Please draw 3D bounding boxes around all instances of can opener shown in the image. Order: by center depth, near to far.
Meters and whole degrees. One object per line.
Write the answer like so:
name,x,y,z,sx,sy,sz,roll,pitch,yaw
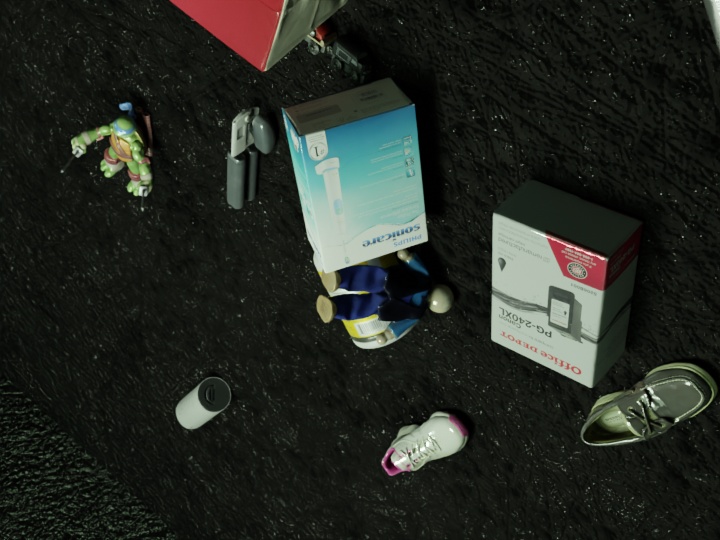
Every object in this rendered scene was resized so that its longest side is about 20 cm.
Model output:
can opener,-0.169,-0.165,1.310,0.067,0.053,0.201,38,146,19

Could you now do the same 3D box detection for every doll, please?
doll,0.039,0.038,1.154,0.048,0.198,0.138,33,117,56

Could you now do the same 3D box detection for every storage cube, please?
storage cube,-0.104,-0.364,0.917,0.179,0.200,0.171,38,145,6

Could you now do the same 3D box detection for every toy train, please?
toy train,-0.062,-0.303,1.065,0.199,0.034,0.046,40,142,15

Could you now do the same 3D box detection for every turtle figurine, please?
turtle figurine,-0.436,-0.180,1.506,0.194,0.142,0.203,124,147,-74

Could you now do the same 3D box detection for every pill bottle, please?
pill bottle,0.000,0.000,1.218,0.111,0.111,0.202,0,122,49

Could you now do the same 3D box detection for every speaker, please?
speaker,-0.367,0.309,1.983,0.081,0.081,0.200,50,147,0

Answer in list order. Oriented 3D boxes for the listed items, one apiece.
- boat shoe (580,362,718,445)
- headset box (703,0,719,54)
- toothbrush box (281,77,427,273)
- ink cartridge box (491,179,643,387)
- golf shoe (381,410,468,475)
boat shoe,0.339,0.171,1.022,0.072,0.066,0.201,49,147,2
headset box,0.347,-0.203,0.638,0.148,0.077,0.202,0,123,50
toothbrush box,-0.003,-0.115,1.061,0.086,0.145,0.202,-120,15,-51
ink cartridge box,0.231,0.018,0.984,0.144,0.083,0.202,25,139,33
golf shoe,0.104,0.291,1.397,0.076,0.091,0.200,50,146,2
